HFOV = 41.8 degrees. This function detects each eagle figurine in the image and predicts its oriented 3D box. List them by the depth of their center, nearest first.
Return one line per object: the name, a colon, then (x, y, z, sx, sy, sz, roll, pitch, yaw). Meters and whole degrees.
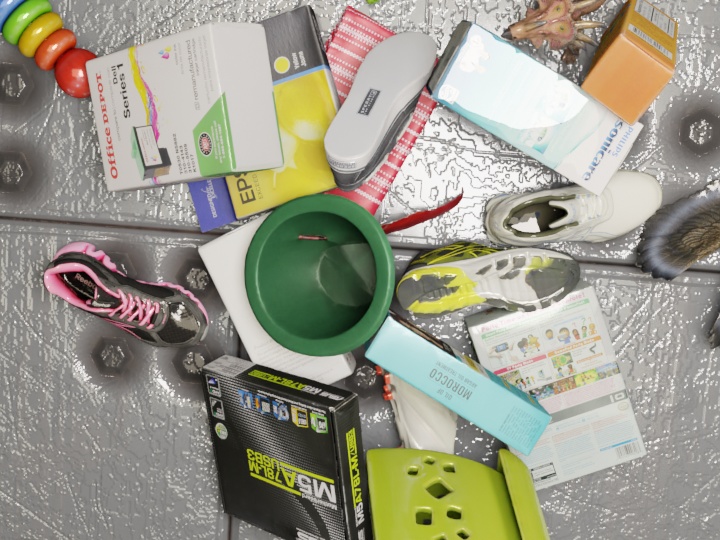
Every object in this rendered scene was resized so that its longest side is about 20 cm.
eagle figurine: (0.417, -0.034, 1.016, 0.200, 0.150, 0.153, -45, 49, 36)

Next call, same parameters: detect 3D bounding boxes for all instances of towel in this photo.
towel: (-0.003, -0.173, 1.057, 0.144, 0.022, 0.201, 29, 98, -2)

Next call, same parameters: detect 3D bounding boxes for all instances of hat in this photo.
hat: (0.000, 0.000, 1.033, 0.198, 0.176, 0.168, -5, 91, 25)

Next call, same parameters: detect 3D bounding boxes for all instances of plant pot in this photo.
plant pot: (0.106, 0.317, 1.003, 0.179, 0.200, 0.202, -6, 127, -3)

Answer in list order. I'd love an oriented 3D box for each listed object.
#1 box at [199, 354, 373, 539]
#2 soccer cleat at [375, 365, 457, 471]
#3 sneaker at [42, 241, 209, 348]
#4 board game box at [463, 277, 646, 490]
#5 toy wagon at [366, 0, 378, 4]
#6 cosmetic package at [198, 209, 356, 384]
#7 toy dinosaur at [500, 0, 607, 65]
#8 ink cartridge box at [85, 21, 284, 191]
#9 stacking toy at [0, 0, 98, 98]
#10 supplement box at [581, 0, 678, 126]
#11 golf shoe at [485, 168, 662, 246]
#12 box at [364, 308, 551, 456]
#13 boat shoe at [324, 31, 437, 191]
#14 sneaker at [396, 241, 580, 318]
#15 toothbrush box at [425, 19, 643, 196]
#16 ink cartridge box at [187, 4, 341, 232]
box: (-0.081, 0.204, 1.026, 0.198, 0.047, 0.195, 12, 115, 37)
soccer cleat: (0.068, 0.149, 1.077, 0.077, 0.069, 0.202, -15, 99, -9)
sneaker: (-0.268, 0.037, 1.062, 0.198, 0.095, 0.080, 24, 96, -2)
board game box: (0.217, 0.129, 1.063, 0.146, 0.064, 0.202, -18, 97, 4)
toy wagon: (0.032, -0.395, 1.018, 0.199, 0.040, 0.156, -30, 95, 7)
cosmetic package: (-0.091, 0.041, 1.065, 0.101, 0.074, 0.202, -24, 94, 6)
toy dinosaur: (0.234, -0.293, 0.971, 0.086, 0.136, 0.201, 37, 97, -2)
ink cartridge box: (-0.187, -0.166, 0.990, 0.198, 0.084, 0.147, -4, 97, 38)
stacking toy: (-0.366, -0.270, 1.040, 0.085, 0.085, 0.200, -42, 98, 7)
supplement box: (0.273, -0.216, 0.945, 0.069, 0.200, 0.067, 36, 122, 2)
golf shoe: (0.236, -0.061, 1.021, 0.198, 0.097, 0.079, -13, 95, 4)
box: (0.099, 0.114, 0.992, 0.199, 0.082, 0.049, 32, 94, -4)
boat shoe: (0.024, -0.168, 0.998, 0.071, 0.068, 0.201, 18, 60, 16)
sneaker: (0.138, -0.004, 1.032, 0.197, 0.085, 0.075, -4, 123, 8)
toothbrush box: (0.173, -0.172, 0.975, 0.199, 0.147, 0.086, 28, 104, -7)
ink cartridge box: (-0.118, -0.164, 1.036, 0.198, 0.047, 0.200, -17, 90, 9)
